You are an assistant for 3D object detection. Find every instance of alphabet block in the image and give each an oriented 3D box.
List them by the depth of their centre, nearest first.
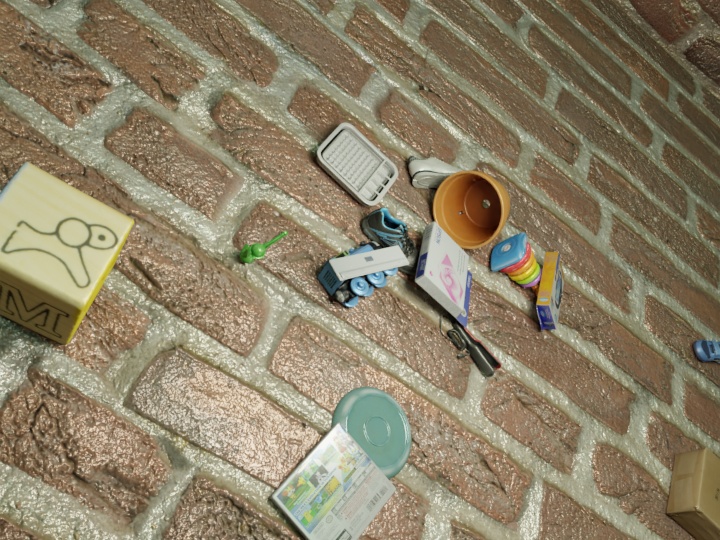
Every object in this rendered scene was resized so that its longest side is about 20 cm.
[{"bbox_3d":[-0.533,-0.023,1.143,0.198,0.196,0.197,31,55,-16],"label":"alphabet block"}]

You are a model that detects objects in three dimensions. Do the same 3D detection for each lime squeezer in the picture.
[{"bbox_3d":[-0.222,-0.051,1.446,0.038,0.071,0.200,36,20,9],"label":"lime squeezer"}]

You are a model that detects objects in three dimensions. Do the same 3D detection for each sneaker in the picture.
[{"bbox_3d":[0.093,-0.069,1.646,0.200,0.082,0.074,41,48,-10],"label":"sneaker"},{"bbox_3d":[0.220,-0.271,1.843,0.198,0.076,0.081,5,54,-33],"label":"sneaker"},{"bbox_3d":[1.156,0.257,2.172,0.197,0.082,0.075,10,62,-27],"label":"sneaker"}]

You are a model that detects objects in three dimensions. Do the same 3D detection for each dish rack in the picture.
[{"bbox_3d":[-0.012,-0.263,1.702,0.200,0.043,0.172,42,52,-8],"label":"dish rack"}]

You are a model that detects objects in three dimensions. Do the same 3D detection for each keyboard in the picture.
[{"bbox_3d":[0.022,-0.019,1.520,0.198,0.011,0.057,-13,54,-35],"label":"keyboard"}]

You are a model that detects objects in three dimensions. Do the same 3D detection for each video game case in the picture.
[{"bbox_3d":[-0.050,0.435,1.317,0.183,0.022,0.200,49,59,-2],"label":"video game case"}]

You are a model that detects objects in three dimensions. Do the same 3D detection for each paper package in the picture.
[{"bbox_3d":[0.944,0.622,1.832,0.190,0.103,0.201,41,50,-10],"label":"paper package"}]

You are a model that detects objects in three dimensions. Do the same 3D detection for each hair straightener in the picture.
[{"bbox_3d":[0.262,0.181,1.654,0.077,0.041,0.201,-37,89,-40],"label":"hair straightener"}]

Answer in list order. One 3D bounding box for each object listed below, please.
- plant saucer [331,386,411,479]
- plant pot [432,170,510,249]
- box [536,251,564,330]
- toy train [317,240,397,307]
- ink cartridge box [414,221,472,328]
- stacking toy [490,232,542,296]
[{"bbox_3d":[0.031,0.343,1.431,0.198,0.027,0.203,15,59,-26],"label":"plant saucer"},{"bbox_3d":[0.310,-0.169,1.780,0.139,0.199,0.202,-21,78,-54],"label":"plant pot"},{"bbox_3d":[0.520,0.064,1.838,0.120,0.041,0.202,58,40,-46],"label":"box"},{"bbox_3d":[0.000,0.000,1.551,0.199,0.087,0.115,-32,80,-39],"label":"toy train"},{"bbox_3d":[0.223,0.009,1.673,0.199,0.043,0.198,40,40,-23],"label":"ink cartridge box"},{"bbox_3d":[0.455,0.006,1.846,0.200,0.109,0.117,47,39,-22],"label":"stacking toy"}]
